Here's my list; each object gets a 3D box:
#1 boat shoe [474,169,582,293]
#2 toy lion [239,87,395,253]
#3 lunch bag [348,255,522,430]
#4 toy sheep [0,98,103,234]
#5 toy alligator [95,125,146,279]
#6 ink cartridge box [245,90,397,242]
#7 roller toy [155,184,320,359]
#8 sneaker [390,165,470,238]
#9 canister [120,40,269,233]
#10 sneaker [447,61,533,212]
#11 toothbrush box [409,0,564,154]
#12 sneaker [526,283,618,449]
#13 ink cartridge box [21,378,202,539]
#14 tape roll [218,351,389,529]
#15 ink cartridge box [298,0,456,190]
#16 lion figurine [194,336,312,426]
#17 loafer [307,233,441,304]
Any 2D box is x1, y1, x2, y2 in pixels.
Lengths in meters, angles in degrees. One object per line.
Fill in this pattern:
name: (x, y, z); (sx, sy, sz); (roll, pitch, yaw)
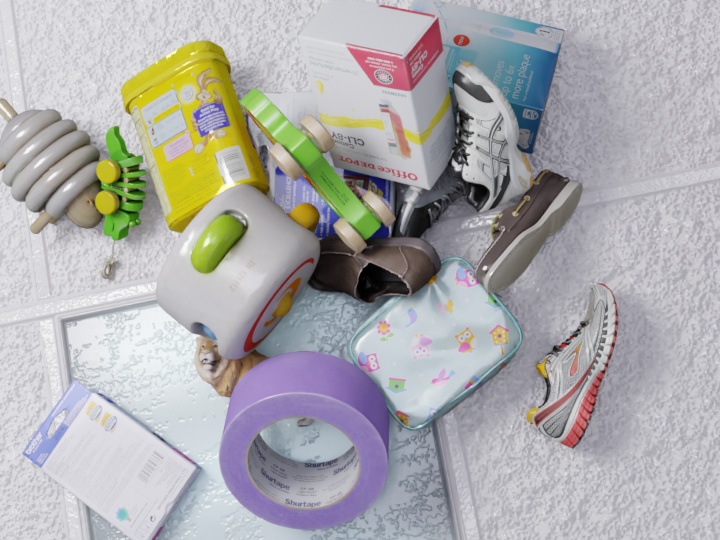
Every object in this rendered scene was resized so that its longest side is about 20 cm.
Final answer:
boat shoe: (0.197, -0.052, 1.382); (0.059, 0.072, 0.200); (32, 61, 24)
toy lion: (-0.064, -0.131, 1.358); (0.069, 0.192, 0.200); (-42, 118, -2)
lunch bag: (0.091, 0.085, 1.389); (0.199, 0.077, 0.161); (-39, 79, -2)
toy sheep: (-0.402, -0.136, 1.442); (0.138, 0.138, 0.200); (-42, 98, -2)
toy alligator: (-0.300, -0.081, 1.436); (0.054, 0.059, 0.202); (10, 107, 18)
ink cartridge box: (-0.050, -0.131, 1.453); (0.197, 0.047, 0.200); (1, 82, 8)
roller toy: (-0.138, 0.005, 1.340); (0.139, 0.200, 0.183); (36, 122, 8)
sneaker: (0.118, -0.096, 1.405); (0.114, 0.075, 0.202); (23, 70, 2)
canister: (-0.209, -0.166, 1.428); (0.147, 0.086, 0.202); (-26, 74, 20)
sneaker: (0.139, -0.147, 1.316); (0.087, 0.201, 0.076); (-33, 39, -5)
toothbrush box: (0.140, -0.247, 1.406); (0.198, 0.086, 0.147); (15, 56, 9)
sneaker: (0.260, 0.109, 1.369); (0.081, 0.078, 0.202); (20, 83, 9)
ink cartridge box: (-0.313, 0.241, 1.419); (0.199, 0.042, 0.120); (34, 86, 7)
tape roll: (-0.064, 0.202, 1.327); (0.197, 0.085, 0.202); (1, 119, 2)
ink cartridge box: (0.025, -0.204, 1.314); (0.144, 0.201, 0.084); (17, 54, 28)
lion figurine: (-0.109, 0.133, 1.409); (0.197, 0.073, 0.124); (-1, 77, -6)
loafer: (0.000, 0.000, 1.370); (0.198, 0.073, 0.071); (-6, 35, 39)
